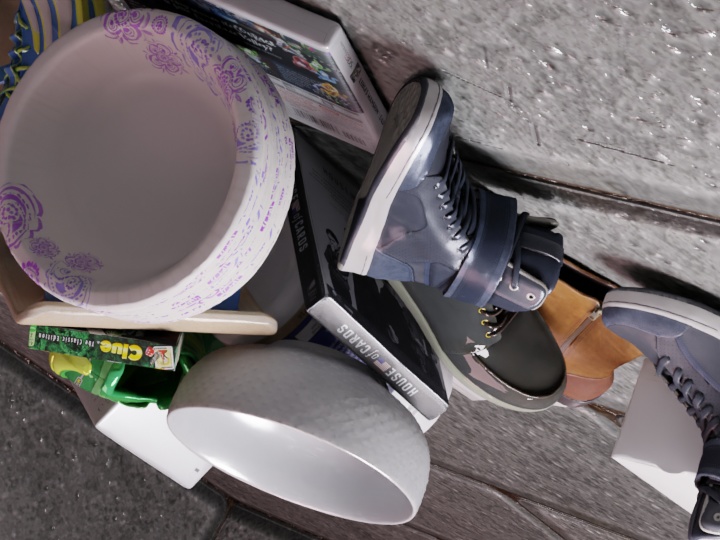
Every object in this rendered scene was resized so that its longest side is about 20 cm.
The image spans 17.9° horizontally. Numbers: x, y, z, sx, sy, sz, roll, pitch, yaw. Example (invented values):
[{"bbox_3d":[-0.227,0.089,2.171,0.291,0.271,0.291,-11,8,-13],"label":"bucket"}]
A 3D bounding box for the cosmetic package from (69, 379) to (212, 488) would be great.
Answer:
[{"bbox_3d":[-0.148,0.032,1.901,0.123,0.199,0.200,39,-172,-38],"label":"cosmetic package"}]

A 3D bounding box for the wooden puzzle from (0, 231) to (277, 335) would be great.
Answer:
[{"bbox_3d":[-0.170,-0.003,1.636,0.184,0.047,0.200,3,-165,-20],"label":"wooden puzzle"}]

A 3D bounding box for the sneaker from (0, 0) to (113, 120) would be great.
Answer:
[{"bbox_3d":[-0.219,-0.133,1.588,0.076,0.105,0.201,7,122,52],"label":"sneaker"}]

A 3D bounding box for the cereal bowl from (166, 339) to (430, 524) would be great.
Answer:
[{"bbox_3d":[-0.038,0.108,1.662,0.199,0.084,0.200,18,159,7],"label":"cereal bowl"}]

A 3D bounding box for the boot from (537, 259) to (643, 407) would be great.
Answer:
[{"bbox_3d":[0.124,0.032,1.751,0.188,0.069,0.200,38,164,5],"label":"boot"}]

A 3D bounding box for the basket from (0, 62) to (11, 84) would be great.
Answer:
[{"bbox_3d":[-0.213,-0.095,1.738,0.175,0.140,0.200,-15,143,24],"label":"basket"}]

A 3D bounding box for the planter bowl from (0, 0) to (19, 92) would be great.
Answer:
[{"bbox_3d":[-0.341,-0.173,1.807,0.199,0.135,0.200,28,168,6],"label":"planter bowl"}]

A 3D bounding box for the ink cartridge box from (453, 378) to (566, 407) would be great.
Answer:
[{"bbox_3d":[0.073,0.048,1.976,0.200,0.045,0.176,34,166,-21],"label":"ink cartridge box"}]

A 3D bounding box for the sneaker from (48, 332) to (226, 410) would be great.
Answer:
[{"bbox_3d":[-0.149,0.075,1.728,0.083,0.074,0.200,39,-157,30],"label":"sneaker"}]

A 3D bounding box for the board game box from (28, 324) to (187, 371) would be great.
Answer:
[{"bbox_3d":[-0.174,0.027,1.651,0.104,0.024,0.200,7,-165,0],"label":"board game box"}]

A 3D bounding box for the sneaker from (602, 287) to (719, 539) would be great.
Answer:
[{"bbox_3d":[0.235,0.109,1.582,0.202,0.147,0.077,28,170,13],"label":"sneaker"}]

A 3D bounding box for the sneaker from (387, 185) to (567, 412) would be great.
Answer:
[{"bbox_3d":[0.095,0.024,1.656,0.200,0.075,0.106,46,153,-14],"label":"sneaker"}]

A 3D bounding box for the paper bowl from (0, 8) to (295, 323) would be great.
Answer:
[{"bbox_3d":[-0.136,-0.064,1.515,0.200,0.202,0.104,23,179,25],"label":"paper bowl"}]

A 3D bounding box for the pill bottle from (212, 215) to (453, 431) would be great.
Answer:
[{"bbox_3d":[-0.022,0.050,1.773,0.115,0.116,0.200,15,160,49],"label":"pill bottle"}]

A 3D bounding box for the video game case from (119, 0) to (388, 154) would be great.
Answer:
[{"bbox_3d":[-0.079,-0.155,1.547,0.199,0.023,0.182,25,168,21],"label":"video game case"}]

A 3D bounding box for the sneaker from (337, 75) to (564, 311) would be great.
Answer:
[{"bbox_3d":[0.074,-0.046,1.506,0.145,0.077,0.203,18,150,-2],"label":"sneaker"}]

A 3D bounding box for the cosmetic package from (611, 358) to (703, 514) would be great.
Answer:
[{"bbox_3d":[0.286,0.145,1.730,0.107,0.085,0.200,12,164,35],"label":"cosmetic package"}]

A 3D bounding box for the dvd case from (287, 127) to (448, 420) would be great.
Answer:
[{"bbox_3d":[0.000,0.000,1.690,0.150,0.025,0.201,43,-159,-35],"label":"dvd case"}]
